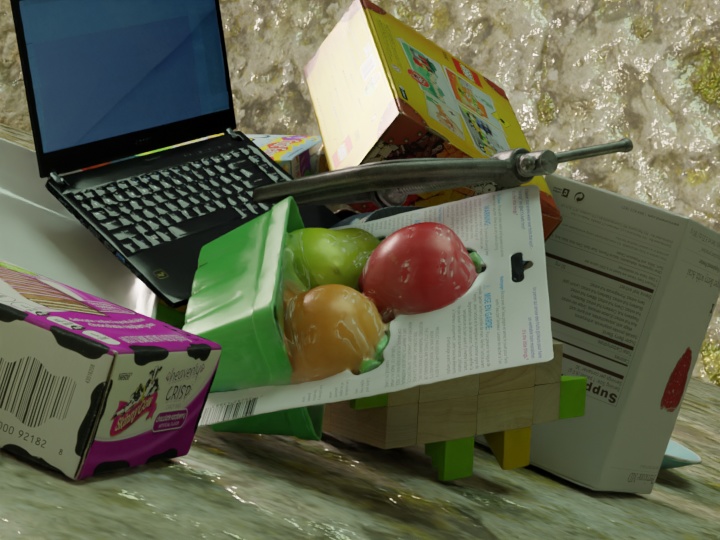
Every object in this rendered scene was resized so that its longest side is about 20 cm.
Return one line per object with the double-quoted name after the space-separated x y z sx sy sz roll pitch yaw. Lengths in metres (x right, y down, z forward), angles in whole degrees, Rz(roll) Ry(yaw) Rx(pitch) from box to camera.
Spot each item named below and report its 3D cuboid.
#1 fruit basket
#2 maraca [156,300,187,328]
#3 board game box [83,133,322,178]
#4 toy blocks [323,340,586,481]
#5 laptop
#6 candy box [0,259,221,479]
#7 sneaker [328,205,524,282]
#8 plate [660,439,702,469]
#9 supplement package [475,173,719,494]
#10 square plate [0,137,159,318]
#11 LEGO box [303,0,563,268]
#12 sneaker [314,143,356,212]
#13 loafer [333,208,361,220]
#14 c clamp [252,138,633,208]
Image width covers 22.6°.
0.006 0.023 0.988 0.198 0.094 0.186 -8 30 6 "fruit basket"
-0.116 0.002 1.277 0.200 0.107 0.137 40 38 16 "maraca"
-0.129 -0.050 1.414 0.198 0.104 0.105 3 15 16 "board game box"
0.026 0.065 1.130 0.199 0.101 0.136 -4 11 -42 "toy blocks"
-0.107 -0.093 1.137 0.200 0.104 0.177 42 38 25 "laptop"
-0.180 0.028 0.828 0.199 0.061 0.136 19 4 14 "candy box"
0.031 -0.004 1.170 0.082 0.071 0.199 -16 -15 35 "sneaker"
0.192 0.136 1.529 0.199 0.026 0.200 18 3 -1 "plate"
0.175 0.049 1.312 0.119 0.202 0.121 20 3 29 "supplement package"
-0.213 -0.016 1.071 0.199 0.029 0.199 22 28 -12 "square plate"
0.048 -0.094 1.299 0.148 0.077 0.201 30 22 -24 "LEGO box"
0.002 -0.003 1.376 0.075 0.202 0.088 2 -19 14 "sneaker"
0.000 0.000 1.227 0.198 0.071 0.073 6 34 -27 "loafer"
0.037 -0.053 1.094 0.170 0.027 0.199 -7 1 -40 "c clamp"
